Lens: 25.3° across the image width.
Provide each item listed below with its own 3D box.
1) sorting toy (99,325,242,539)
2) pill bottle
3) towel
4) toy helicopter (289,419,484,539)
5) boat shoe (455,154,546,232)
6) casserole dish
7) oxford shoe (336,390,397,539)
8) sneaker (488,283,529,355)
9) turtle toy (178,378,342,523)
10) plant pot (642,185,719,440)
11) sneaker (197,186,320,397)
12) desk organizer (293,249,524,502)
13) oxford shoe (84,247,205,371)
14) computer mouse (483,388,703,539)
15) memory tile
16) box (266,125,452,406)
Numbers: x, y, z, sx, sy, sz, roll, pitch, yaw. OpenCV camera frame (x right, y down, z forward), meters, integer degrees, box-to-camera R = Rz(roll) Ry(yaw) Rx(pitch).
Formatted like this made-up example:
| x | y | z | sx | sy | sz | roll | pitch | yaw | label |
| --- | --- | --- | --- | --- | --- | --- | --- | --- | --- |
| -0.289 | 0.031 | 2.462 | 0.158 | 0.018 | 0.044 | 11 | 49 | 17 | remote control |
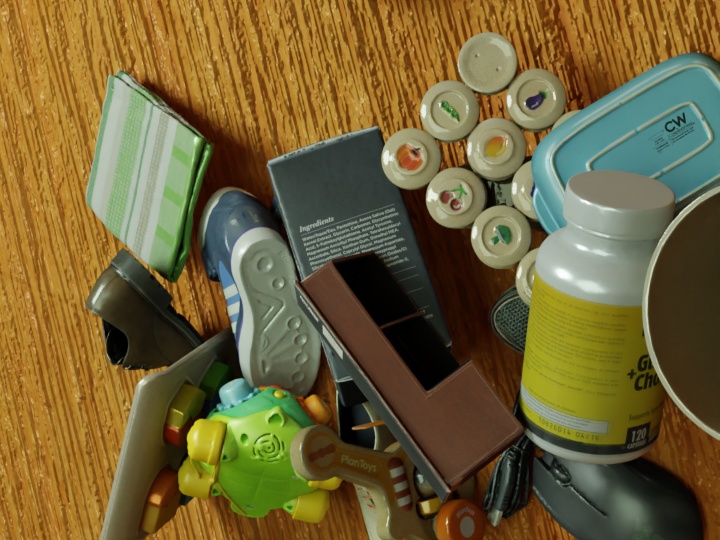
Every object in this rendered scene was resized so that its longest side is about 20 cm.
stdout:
| x | y | z | sx | sy | sz | roll | pitch | yaw | label |
| --- | --- | --- | --- | --- | --- | --- | --- | --- | --- |
| -0.166 | 0.160 | 1.508 | 0.036 | 0.200 | 0.187 | 21 | 108 | 16 | sorting toy |
| 0.182 | 0.034 | 1.198 | 0.111 | 0.112 | 0.202 | 20 | 118 | 31 | pill bottle |
| -0.206 | -0.094 | 1.562 | 0.200 | 0.030 | 0.151 | 38 | 120 | 48 | towel |
| 0.024 | 0.165 | 1.384 | 0.079 | 0.199 | 0.134 | -11 | 65 | 50 | toy helicopter |
| 0.168 | -0.066 | 1.332 | 0.198 | 0.065 | 0.073 | -5 | 83 | 17 | boat shoe |
| 0.226 | -0.090 | 1.251 | 0.199 | 0.039 | 0.122 | -30 | 82 | 5 | casserole dish |
| 0.011 | 0.192 | 1.462 | 0.070 | 0.074 | 0.202 | -15 | 87 | 35 | oxford shoe |
| 0.192 | 0.049 | 1.320 | 0.198 | 0.074 | 0.082 | 10 | 101 | 34 | sneaker |
| -0.091 | 0.167 | 1.482 | 0.201 | 0.144 | 0.102 | 113 | 169 | -57 | turtle toy |
| 0.328 | 0.023 | 1.146 | 0.186 | 0.199 | 0.190 | 4 | 97 | 34 | plant pot |
| -0.102 | 0.017 | 1.533 | 0.147 | 0.080 | 0.202 | -128 | 24 | -54 | sneaker |
| 0.037 | 0.074 | 1.248 | 0.077 | 0.072 | 0.201 | -35 | 78 | -8 | desk organizer |
| -0.206 | 0.064 | 1.536 | 0.085 | 0.200 | 0.072 | -47 | 48 | -11 | oxford shoe |
| 0.192 | 0.190 | 1.350 | 0.199 | 0.053 | 0.140 | 28 | 110 | 29 | computer mouse |
| 0.127 | -0.082 | 1.294 | 0.200 | 0.017 | 0.154 | 42 | 93 | 11 | memory tile |
| 0.000 | 0.000 | 1.376 | 0.103 | 0.148 | 0.202 | -18 | 78 | -2 | box |
